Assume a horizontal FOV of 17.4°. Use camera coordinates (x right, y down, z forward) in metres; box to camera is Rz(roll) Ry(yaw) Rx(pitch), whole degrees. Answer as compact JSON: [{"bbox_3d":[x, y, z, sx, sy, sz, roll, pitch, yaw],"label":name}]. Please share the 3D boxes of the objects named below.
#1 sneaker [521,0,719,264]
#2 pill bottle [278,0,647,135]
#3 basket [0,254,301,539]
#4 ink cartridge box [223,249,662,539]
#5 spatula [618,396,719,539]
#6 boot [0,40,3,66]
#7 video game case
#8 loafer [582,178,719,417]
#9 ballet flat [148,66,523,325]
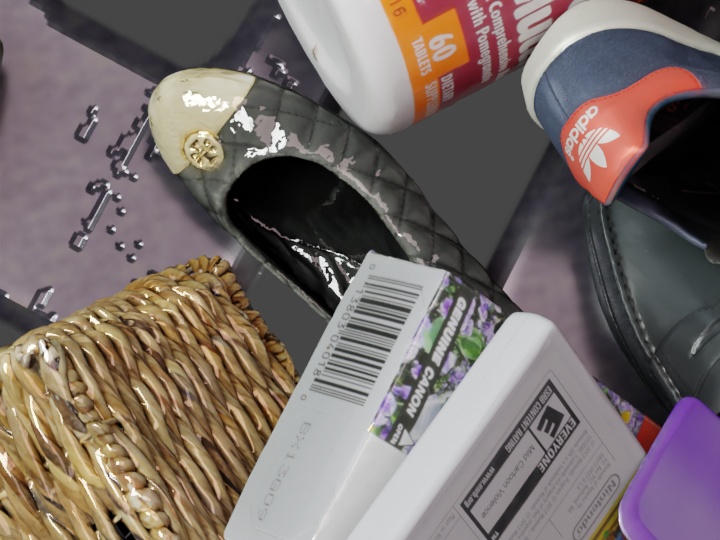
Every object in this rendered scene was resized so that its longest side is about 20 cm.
[{"bbox_3d":[0.154,-0.036,0.849,0.199,0.075,0.085,6,40,-24],"label":"sneaker"},{"bbox_3d":[0.067,-0.140,0.862,0.199,0.110,0.110,-28,87,-9],"label":"pill bottle"},{"bbox_3d":[-0.078,0.119,0.840,0.142,0.149,0.201,-34,88,23],"label":"basket"},{"bbox_3d":[0.057,0.089,0.815,0.200,0.050,0.109,35,77,-35],"label":"ink cartridge box"},{"bbox_3d":[0.155,0.029,0.810,0.057,0.021,0.200,46,68,-17],"label":"spatula"},{"bbox_3d":[-0.179,-0.123,0.856,0.138,0.077,0.201,17,95,-9],"label":"boot"},{"bbox_3d":[0.042,0.145,0.766,0.200,0.023,0.182,-53,129,-20],"label":"video game case"},{"bbox_3d":[0.144,0.040,0.859,0.068,0.070,0.201,-25,73,-7],"label":"loafer"},{"bbox_3d":[0.000,0.000,0.857,0.200,0.066,0.057,42,39,-2],"label":"ballet flat"}]
